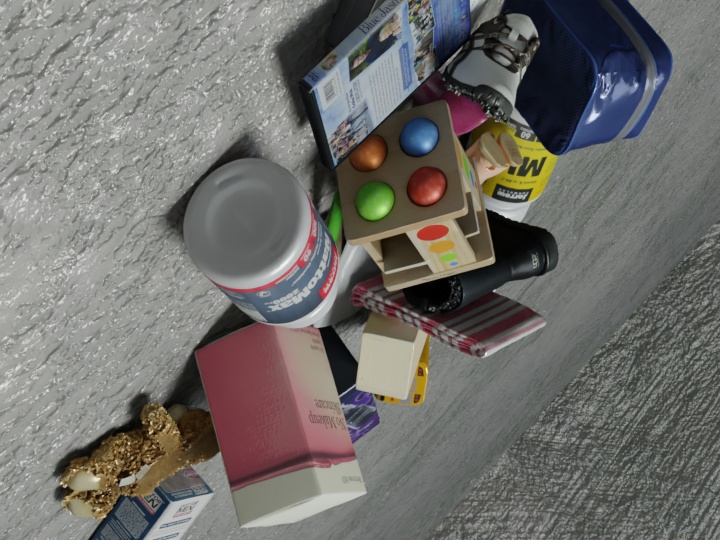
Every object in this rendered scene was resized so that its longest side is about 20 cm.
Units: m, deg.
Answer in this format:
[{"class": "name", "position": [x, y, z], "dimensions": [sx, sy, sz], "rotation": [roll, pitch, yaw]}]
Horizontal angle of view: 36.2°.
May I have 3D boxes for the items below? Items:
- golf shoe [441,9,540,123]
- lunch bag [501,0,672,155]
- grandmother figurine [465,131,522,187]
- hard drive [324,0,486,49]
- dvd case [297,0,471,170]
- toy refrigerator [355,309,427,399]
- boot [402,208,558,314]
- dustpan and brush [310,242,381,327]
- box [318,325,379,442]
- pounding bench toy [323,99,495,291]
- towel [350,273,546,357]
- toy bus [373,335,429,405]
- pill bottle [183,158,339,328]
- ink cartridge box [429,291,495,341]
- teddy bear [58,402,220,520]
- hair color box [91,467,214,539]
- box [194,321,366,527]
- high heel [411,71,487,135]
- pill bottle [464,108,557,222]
[{"class": "golf shoe", "position": [0.132, -0.211, 1.083], "dimensions": [0.095, 0.077, 0.201], "rotation": [-54, -168, 21]}, {"class": "lunch bag", "position": [0.241, -0.236, 1.221], "dimensions": [0.130, 0.202, 0.137], "rotation": [-12, 145, -28]}, {"class": "grandmother figurine", "position": [0.102, -0.092, 1.308], "dimensions": [0.120, 0.061, 0.199], "rotation": [2, 151, -46]}, {"class": "hard drive", "position": [0.063, -0.267, 1.023], "dimensions": [0.199, 0.038, 0.141], "rotation": [-19, 144, -52]}, {"class": "dvd case", "position": [0.028, -0.193, 1.004], "dimensions": [0.200, 0.018, 0.143], "rotation": [-45, 159, -12]}, {"class": "toy refrigerator", "position": [0.044, 0.070, 1.341], "dimensions": [0.200, 0.069, 0.077], "rotation": [-62, 161, -64]}, {"class": "boot", "position": [0.109, -0.013, 1.286], "dimensions": [0.166, 0.199, 0.078], "rotation": [-17, 108, -30]}, {"class": "dustpan and brush", "position": [0.000, 0.000, 1.359], "dimensions": [0.199, 0.057, 0.141], "rotation": [5, 114, -57]}, {"class": "box", "position": [-0.067, 0.169, 1.407], "dimensions": [0.147, 0.105, 0.201], "rotation": [-35, 157, -9]}, {"class": "pounding bench toy", "position": [0.020, -0.067, 1.142], "dimensions": [0.197, 0.126, 0.156], "rotation": [-15, 155, 14]}, {"class": "towel", "position": [0.103, 0.045, 1.291], "dimensions": [0.145, 0.198, 0.030], "rotation": [-19, 126, -49]}, {"class": "toy bus", "position": [0.051, 0.100, 1.456], "dimensions": [0.201, 0.077, 0.066], "rotation": [-80, 175, -68]}, {"class": "pill bottle", "position": [-0.084, -0.015, 1.058], "dimensions": [0.120, 0.119, 0.200], "rotation": [-46, 160, -5]}, {"class": "ink cartridge box", "position": [0.159, -0.010, 1.495], "dimensions": [0.149, 0.074, 0.202], "rotation": [99, 10, -55]}, {"class": "teddy bear", "position": [-0.244, 0.202, 1.214], "dimensions": [0.199, 0.067, 0.146], "rotation": [-34, 147, -18]}, {"class": "hair color box", "position": [-0.278, 0.334, 1.360], "dimensions": [0.201, 0.060, 0.100], "rotation": [-53, 159, 12]}, {"class": "box", "position": [-0.087, 0.168, 1.218], "dimensions": [0.108, 0.203, 0.128], "rotation": [-23, 163, 18]}, {"class": "high heel", "position": [0.103, -0.147, 1.228], "dimensions": [0.067, 0.096, 0.201], "rotation": [-40, 158, -18]}, {"class": "pill bottle", "position": [0.190, -0.153, 1.364], "dimensions": [0.114, 0.114, 0.202], "rotation": [-33, 154, -33]}]
